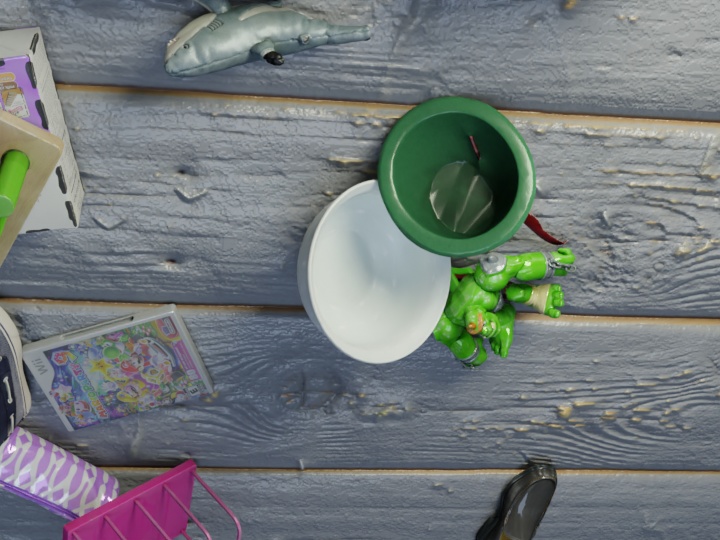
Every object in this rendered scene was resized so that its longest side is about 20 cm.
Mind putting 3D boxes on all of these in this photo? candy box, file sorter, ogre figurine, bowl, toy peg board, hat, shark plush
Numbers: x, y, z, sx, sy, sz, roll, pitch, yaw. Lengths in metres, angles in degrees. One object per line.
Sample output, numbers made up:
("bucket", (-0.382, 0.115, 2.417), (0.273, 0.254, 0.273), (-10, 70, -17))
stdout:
("candy box", (-0.387, -0.133, 1.094), (0.165, 0.072, 0.202), (-7, 127, -2))
("file sorter", (-0.270, 0.373, 1.398), (0.199, 0.125, 0.140), (-23, 141, -40))
("ogre figurine", (0.154, 0.042, 1.280), (0.119, 0.099, 0.199), (13, 151, -34))
("bowl", (0.000, 0.000, 1.203), (0.201, 0.202, 0.090), (42, 157, -31))
("toy peg board", (-0.421, -0.070, 1.031), (0.198, 0.098, 0.201), (26, 120, -23))
("hat", (0.118, -0.079, 1.218), (0.165, 0.176, 0.201), (-35, 80, 1))
("shark plush", (-0.092, -0.216, 1.057), (0.197, 0.084, 0.092), (5, 126, -10))

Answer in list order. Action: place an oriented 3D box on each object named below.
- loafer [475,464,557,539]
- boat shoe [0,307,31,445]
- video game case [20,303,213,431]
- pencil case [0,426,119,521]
("loafer", (0.231, 0.362, 1.542), (0.072, 0.073, 0.202), (12, 124, -14))
("boat shoe", (-0.445, 0.128, 1.264), (0.074, 0.093, 0.202), (4, 129, 13))
("video game case", (-0.298, 0.123, 1.333), (0.197, 0.018, 0.144), (-15, 128, 5))
("pencil case", (-0.409, 0.268, 1.388), (0.199, 0.086, 0.084), (33, 124, -28))
